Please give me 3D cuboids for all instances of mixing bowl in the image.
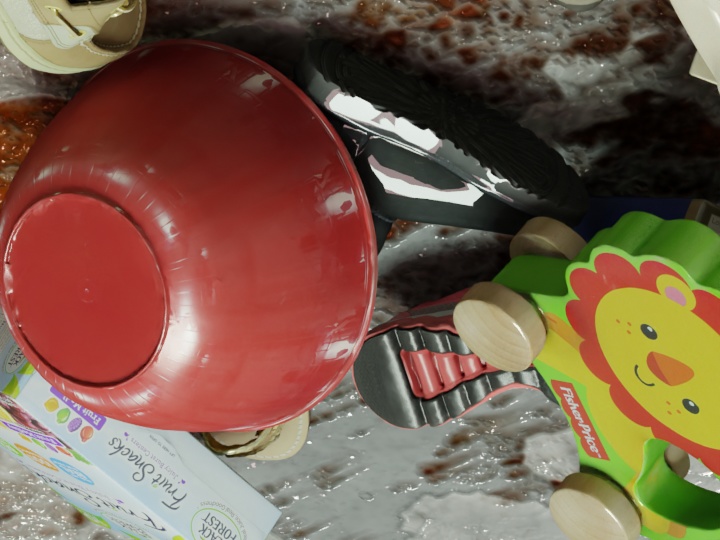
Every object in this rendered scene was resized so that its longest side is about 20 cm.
[{"bbox_3d":[-0.102,-0.003,1.428,0.199,0.108,0.201,9,109,28],"label":"mixing bowl"}]

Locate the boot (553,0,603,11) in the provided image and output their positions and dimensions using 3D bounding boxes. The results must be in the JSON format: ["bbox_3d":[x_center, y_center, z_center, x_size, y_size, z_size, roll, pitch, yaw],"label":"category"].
[{"bbox_3d":[0.089,-0.209,1.265,0.150,0.073,0.200,-30,124,31],"label":"boot"}]

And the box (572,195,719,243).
[{"bbox_3d":[0.171,-0.003,1.488,0.121,0.033,0.200,23,173,-21],"label":"box"}]

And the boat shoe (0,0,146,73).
[{"bbox_3d":[-0.133,-0.137,1.334,0.066,0.074,0.200,-1,169,18],"label":"boat shoe"}]

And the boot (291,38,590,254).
[{"bbox_3d":[-0.001,-0.001,1.495,0.164,0.066,0.200,27,118,-7],"label":"boot"}]

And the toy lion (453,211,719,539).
[{"bbox_3d":[0.149,0.056,1.391,0.191,0.069,0.200,9,136,46],"label":"toy lion"}]

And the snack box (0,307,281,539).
[{"bbox_3d":[-0.155,0.087,1.621,0.142,0.053,0.200,17,159,48],"label":"snack box"}]

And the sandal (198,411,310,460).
[{"bbox_3d":[-0.075,0.066,1.623,0.077,0.070,0.212,-1,141,7],"label":"sandal"}]

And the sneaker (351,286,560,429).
[{"bbox_3d":[0.095,0.028,1.546,0.199,0.087,0.074,-5,114,26],"label":"sneaker"}]

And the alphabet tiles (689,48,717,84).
[{"bbox_3d":[0.243,-0.120,1.289,0.166,0.006,0.201,22,102,12],"label":"alphabet tiles"}]

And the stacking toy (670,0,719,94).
[{"bbox_3d":[0.231,-0.144,1.239,0.200,0.146,0.146,-32,136,-2],"label":"stacking toy"}]
